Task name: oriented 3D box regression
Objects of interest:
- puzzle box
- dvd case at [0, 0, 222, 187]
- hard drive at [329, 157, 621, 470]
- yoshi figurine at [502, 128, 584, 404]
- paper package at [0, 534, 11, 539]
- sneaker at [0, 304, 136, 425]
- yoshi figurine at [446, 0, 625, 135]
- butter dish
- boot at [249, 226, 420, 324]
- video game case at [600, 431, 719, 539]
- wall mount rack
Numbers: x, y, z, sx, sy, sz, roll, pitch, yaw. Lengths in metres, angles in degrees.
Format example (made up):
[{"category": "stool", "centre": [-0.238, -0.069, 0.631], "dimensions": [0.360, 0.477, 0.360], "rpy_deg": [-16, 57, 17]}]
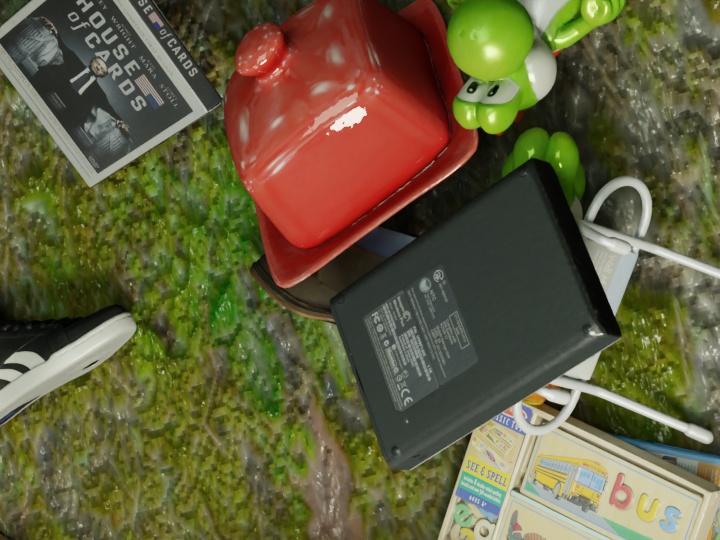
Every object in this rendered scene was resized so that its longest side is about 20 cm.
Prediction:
[{"category": "puzzle box", "centre": [0.160, 0.183, 1.529], "dimensions": [0.199, 0.025, 0.134], "rpy_deg": [24, 101, 30]}, {"category": "dvd case", "centre": [-0.206, -0.157, 1.613], "dimensions": [0.151, 0.025, 0.199], "rpy_deg": [54, 144, -9]}, {"category": "hard drive", "centre": [0.076, 0.032, 1.441], "dimensions": [0.199, 0.033, 0.141], "rpy_deg": [-35, 63, 30]}, {"category": "yoshi figurine", "centre": [0.128, -0.013, 1.528], "dimensions": [0.112, 0.111, 0.202], "rpy_deg": [40, 125, 54]}, {"category": "paper package", "centre": [-0.365, 0.310, 1.728], "dimensions": [0.189, 0.103, 0.202], "rpy_deg": [23, 99, 20]}, {"category": "sneaker", "centre": [-0.287, 0.051, 1.703], "dimensions": [0.199, 0.073, 0.113], "rpy_deg": [-31, 82, 21]}, {"category": "yoshi figurine", "centre": [0.121, -0.190, 1.463], "dimensions": [0.112, 0.201, 0.112], "rpy_deg": [41, 148, -15]}, {"category": "butter dish", "centre": [-0.035, -0.127, 1.523], "dimensions": [0.199, 0.148, 0.201], "rpy_deg": [-34, 40, 19]}, {"category": "boot", "centre": [0.000, 0.000, 1.574], "dimensions": [0.199, 0.074, 0.098], "rpy_deg": [27, 100, 39]}, {"category": "video game case", "centre": [0.249, 0.207, 1.518], "dimensions": [0.198, 0.018, 0.145], "rpy_deg": [10, 95, 22]}, {"category": "wall mount rack", "centre": [0.197, 0.042, 1.477], "dimensions": [0.074, 0.173, 0.202], "rpy_deg": [31, 103, 49]}]
